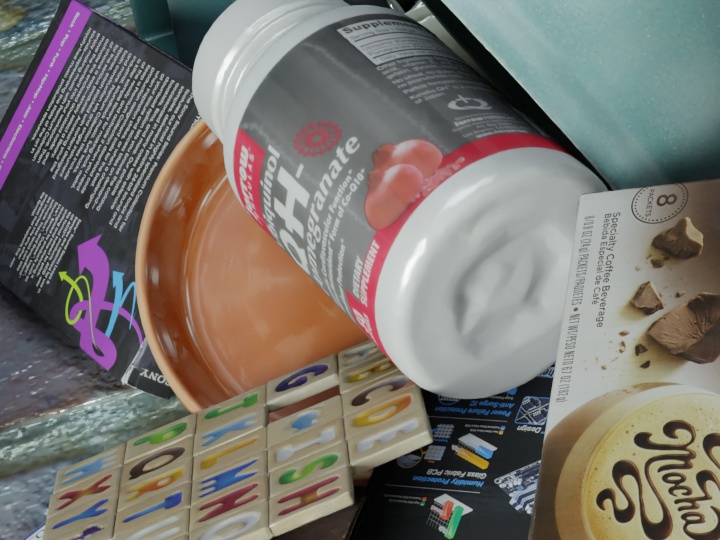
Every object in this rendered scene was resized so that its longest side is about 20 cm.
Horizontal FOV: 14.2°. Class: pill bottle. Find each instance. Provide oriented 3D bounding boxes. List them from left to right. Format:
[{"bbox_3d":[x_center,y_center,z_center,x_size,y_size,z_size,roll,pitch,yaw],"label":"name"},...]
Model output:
[{"bbox_3d":[0.011,-0.043,1.202,0.111,0.111,0.200,-29,43,-15],"label":"pill bottle"}]

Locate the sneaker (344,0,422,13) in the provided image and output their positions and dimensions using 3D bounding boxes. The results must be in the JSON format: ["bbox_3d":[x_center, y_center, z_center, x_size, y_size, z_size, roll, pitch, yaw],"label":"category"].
[{"bbox_3d":[0.002,-0.121,1.416,0.200,0.078,0.140,-50,-1,12],"label":"sneaker"}]

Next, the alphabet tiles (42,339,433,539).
[{"bbox_3d":[-0.052,0.080,1.159,0.167,0.008,0.200,-23,13,3],"label":"alphabet tiles"}]

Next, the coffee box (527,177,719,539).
[{"bbox_3d":[0.133,0.064,1.065,0.113,0.080,0.200,-6,49,23],"label":"coffee box"}]

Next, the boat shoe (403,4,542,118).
[{"bbox_3d":[0.077,-0.113,1.347,0.202,0.072,0.060,-26,15,7],"label":"boat shoe"}]

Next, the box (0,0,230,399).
[{"bbox_3d":[-0.120,-0.039,1.417,0.200,0.036,0.143,34,98,51],"label":"box"}]

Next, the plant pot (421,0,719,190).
[{"bbox_3d":[0.114,-0.119,1.220,0.134,0.200,0.200,-43,36,2],"label":"plant pot"}]

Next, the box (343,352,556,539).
[{"bbox_3d":[0.102,0.088,1.150,0.200,0.050,0.199,2,53,29],"label":"box"}]

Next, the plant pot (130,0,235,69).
[{"bbox_3d":[-0.021,-0.179,1.548,0.200,0.141,0.141,-16,33,-9],"label":"plant pot"}]

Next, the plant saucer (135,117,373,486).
[{"bbox_3d":[0.000,0.000,1.291,0.200,0.032,0.201,-1,72,4],"label":"plant saucer"}]

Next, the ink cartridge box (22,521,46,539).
[{"bbox_3d":[-0.135,0.165,1.146,0.196,0.043,0.200,-38,14,-10],"label":"ink cartridge box"}]
